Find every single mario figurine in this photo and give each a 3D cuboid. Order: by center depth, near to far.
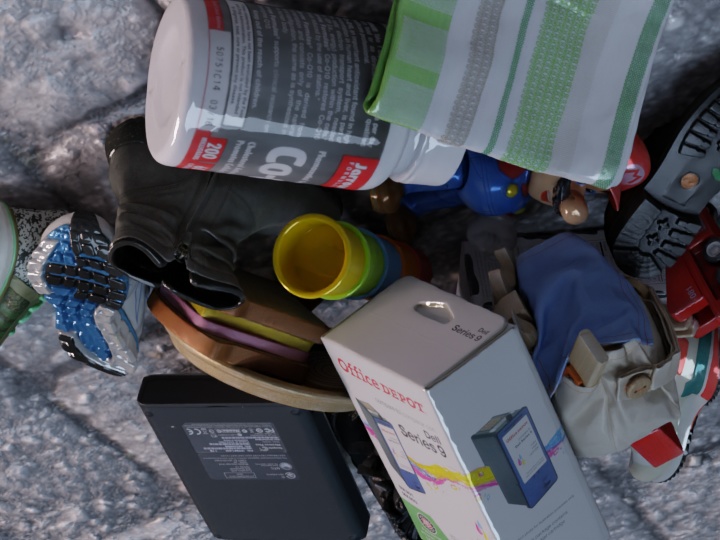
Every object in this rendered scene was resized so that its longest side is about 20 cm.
[{"bbox_3d":[0.110,-0.056,1.378,0.200,0.123,0.106,-11,101,13],"label":"mario figurine"}]

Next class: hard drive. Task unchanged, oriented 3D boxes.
[{"bbox_3d":[-0.084,0.156,1.558,0.139,0.033,0.200,-2,139,17],"label":"hard drive"}]

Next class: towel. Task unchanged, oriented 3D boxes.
[{"bbox_3d":[0.108,-0.145,1.253,0.200,0.149,0.031,14,-179,-29],"label":"towel"}]

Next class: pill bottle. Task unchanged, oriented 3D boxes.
[{"bbox_3d":[-0.033,-0.114,1.270,0.200,0.114,0.114,7,141,-20],"label":"pill bottle"}]

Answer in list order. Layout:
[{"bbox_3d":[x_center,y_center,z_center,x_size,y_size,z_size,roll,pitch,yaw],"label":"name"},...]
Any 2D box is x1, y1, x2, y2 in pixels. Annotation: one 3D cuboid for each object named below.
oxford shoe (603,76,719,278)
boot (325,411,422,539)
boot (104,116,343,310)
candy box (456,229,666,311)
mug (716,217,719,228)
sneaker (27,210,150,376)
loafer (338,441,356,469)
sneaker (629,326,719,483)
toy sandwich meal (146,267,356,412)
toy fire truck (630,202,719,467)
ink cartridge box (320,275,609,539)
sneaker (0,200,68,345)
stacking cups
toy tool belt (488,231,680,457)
[{"bbox_3d":[0.243,-0.094,1.401,0.073,0.084,0.200,34,109,-25],"label":"oxford shoe"},{"bbox_3d":[0.053,0.188,1.578,0.073,0.162,0.198,-40,128,0],"label":"boot"},{"bbox_3d":[-0.097,-0.022,1.365,0.200,0.131,0.068,17,136,-31],"label":"boot"},{"bbox_3d":[0.180,0.044,1.565,0.200,0.072,0.168,-5,143,-5],"label":"candy box"},{"bbox_3d":[0.359,0.028,1.544,0.152,0.114,0.185,-10,143,0],"label":"mug"},{"bbox_3d":[-0.191,-0.003,1.406,0.075,0.087,0.200,16,153,5],"label":"sneaker"},{"bbox_3d":[-0.063,0.124,1.627,0.200,0.070,0.070,7,134,-30],"label":"loafer"},{"bbox_3d":[0.229,0.099,1.545,0.093,0.070,0.200,13,144,0],"label":"sneaker"},{"bbox_3d":[-0.064,0.039,1.448,0.205,0.205,0.070,12,106,-26],"label":"toy sandwich meal"},{"bbox_3d":[0.226,0.031,1.434,0.141,0.200,0.049,-34,138,15],"label":"toy fire truck"},{"bbox_3d":[0.074,0.118,1.364,0.087,0.145,0.200,-35,119,-20],"label":"ink cartridge box"},{"bbox_3d":[-0.260,0.018,1.441,0.089,0.077,0.200,-6,149,-25],"label":"sneaker"},{"bbox_3d":[0.000,0.000,1.417,0.060,0.061,0.200,-22,167,17],"label":"stacking cups"},{"bbox_3d":[0.148,0.029,1.369,0.125,0.200,0.123,-31,134,3],"label":"toy tool belt"}]
